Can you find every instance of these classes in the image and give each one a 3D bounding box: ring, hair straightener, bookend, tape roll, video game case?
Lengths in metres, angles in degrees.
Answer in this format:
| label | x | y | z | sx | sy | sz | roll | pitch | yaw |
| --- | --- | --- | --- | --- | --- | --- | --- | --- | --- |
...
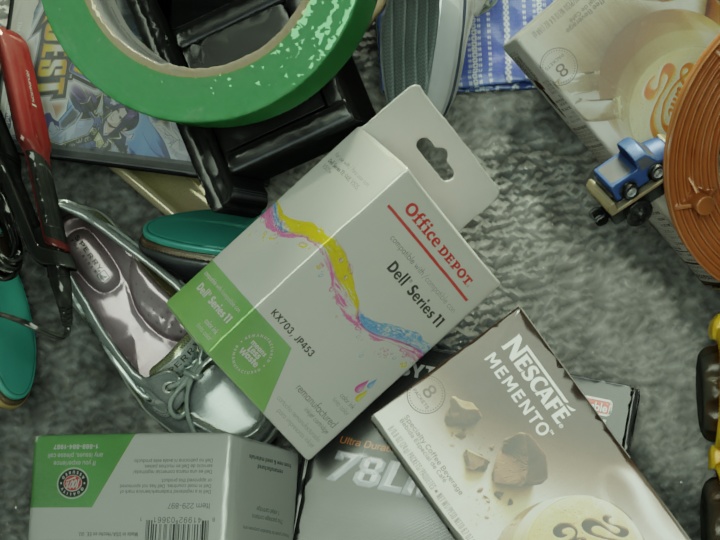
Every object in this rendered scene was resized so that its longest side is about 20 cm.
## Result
| label | x | y | z | sx | sy | sz | roll | pitch | yaw |
| --- | --- | --- | --- | --- | --- | --- | --- | --- | --- |
| ring | 0.271 | -0.074 | 1.613 | 0.199 | 0.019 | 0.201 | -9 | 115 | -20 |
| hair straightener | -0.219 | -0.047 | 1.684 | 0.077 | 0.041 | 0.201 | -23 | 74 | 18 |
| bookend | -0.028 | -0.162 | 1.635 | 0.198 | 0.092 | 0.201 | -23 | 84 | 12 |
| tape roll | -0.087 | -0.184 | 1.577 | 0.199 | 0.048 | 0.202 | 0 | 89 | 13 |
| video game case | -0.132 | -0.163 | 1.718 | 0.180 | 0.025 | 0.201 | 8 | 88 | 11 |

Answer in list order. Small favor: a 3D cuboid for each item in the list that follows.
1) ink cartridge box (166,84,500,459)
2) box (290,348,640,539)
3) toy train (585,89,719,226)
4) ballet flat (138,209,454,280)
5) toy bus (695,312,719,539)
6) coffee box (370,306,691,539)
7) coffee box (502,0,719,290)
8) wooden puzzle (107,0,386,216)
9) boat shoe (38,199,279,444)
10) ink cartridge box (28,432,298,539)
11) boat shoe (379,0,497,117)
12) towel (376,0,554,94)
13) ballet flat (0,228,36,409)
| label | x | y | z | sx | sy | sz | roll | pitch | yaw |
| --- | --- | --- | --- | --- | --- | --- | --- | --- | --- |
| ink cartridge box | 0.000 | 0.000 | 1.623 | 0.200 | 0.117 | 0.067 | -43 | 38 | -2 |
| box | 0.058 | 0.152 | 1.680 | 0.199 | 0.050 | 0.200 | 11 | 83 | 5 |
| toy train | 0.215 | -0.092 | 1.610 | 0.200 | 0.046 | 0.034 | -35 | 42 | -5 |
| ballet flat | -0.037 | -0.005 | 1.704 | 0.199 | 0.073 | 0.073 | -6 | 80 | -2 |
| toy bus | 0.267 | 0.106 | 1.600 | 0.135 | 0.192 | 0.201 | -3 | 79 | 5 |
| coffee box | 0.107 | 0.136 | 1.614 | 0.113 | 0.080 | 0.200 | -35 | 82 | -2 |
| coffee box | 0.196 | -0.100 | 1.674 | 0.114 | 0.080 | 0.200 | -42 | 93 | -2 |
| wooden puzzle | -0.112 | -0.155 | 1.742 | 0.185 | 0.037 | 0.200 | 40 | 90 | 10 |
| boat shoe | -0.129 | 0.037 | 1.702 | 0.074 | 0.065 | 0.202 | -40 | 79 | -3 |
| ink cartridge box | -0.123 | 0.202 | 1.643 | 0.145 | 0.087 | 0.201 | -3 | 78 | 27 |
| boat shoe | 0.061 | -0.186 | 1.706 | 0.067 | 0.073 | 0.201 | 5 | 91 | -31 |
| towel | 0.107 | -0.186 | 1.744 | 0.199 | 0.024 | 0.146 | -3 | 80 | 4 |
| ballet flat | -0.251 | -0.005 | 1.729 | 0.063 | 0.069 | 0.201 | -18 | 76 | 29 |
